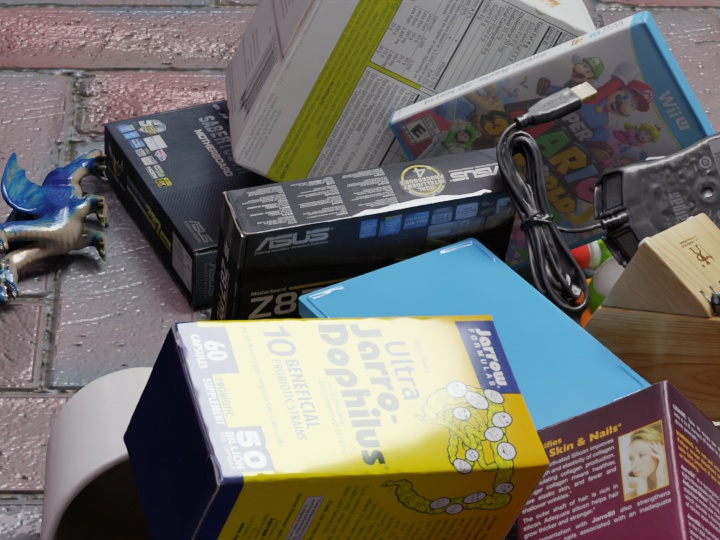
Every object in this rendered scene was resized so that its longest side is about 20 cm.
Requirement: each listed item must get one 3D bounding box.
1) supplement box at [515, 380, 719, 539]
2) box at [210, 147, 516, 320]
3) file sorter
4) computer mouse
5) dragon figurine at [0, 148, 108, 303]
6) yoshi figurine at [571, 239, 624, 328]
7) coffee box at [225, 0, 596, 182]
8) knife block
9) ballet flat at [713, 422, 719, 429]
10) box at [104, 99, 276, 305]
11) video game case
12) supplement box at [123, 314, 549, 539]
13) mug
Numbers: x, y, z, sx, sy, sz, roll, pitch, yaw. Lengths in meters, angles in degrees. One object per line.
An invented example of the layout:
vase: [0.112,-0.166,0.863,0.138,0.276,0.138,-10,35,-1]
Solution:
supplement box: [0.157,0.179,1.461,0.110,0.086,0.201,-24,48,26]
box: [0.000,0.000,1.742,0.199,0.162,0.049,-10,48,-18]
file sorter: [0.069,0.094,1.642,0.138,0.123,0.200,-18,39,-27]
computer mouse: [0.185,-0.064,1.703,0.199,0.046,0.141,-22,81,-10]
dragon figurine: [-0.236,-0.050,1.900,0.099,0.059,0.201,0,35,-3]
yoshi figurine: [0.199,-0.024,1.832,0.112,0.112,0.201,14,43,-47]
coffee box: [0.033,-0.157,1.866,0.197,0.201,0.200,24,20,-14]
knife block: [0.229,0.063,1.603,0.064,0.200,0.176,-22,64,-41]
ballet flat: [0.234,0.099,1.693,0.198,0.070,0.070,-4,34,-8]
box: [-0.087,-0.059,1.927,0.157,0.051,0.200,-11,37,-21]
video game case: [0.138,-0.082,1.756,0.199,0.144,0.018,-21,26,25]
supplement box: [-0.015,0.101,1.431,0.199,0.110,0.109,-1,51,-26]
mug: [-0.118,0.147,1.574,0.149,0.187,0.153,-39,28,6]
